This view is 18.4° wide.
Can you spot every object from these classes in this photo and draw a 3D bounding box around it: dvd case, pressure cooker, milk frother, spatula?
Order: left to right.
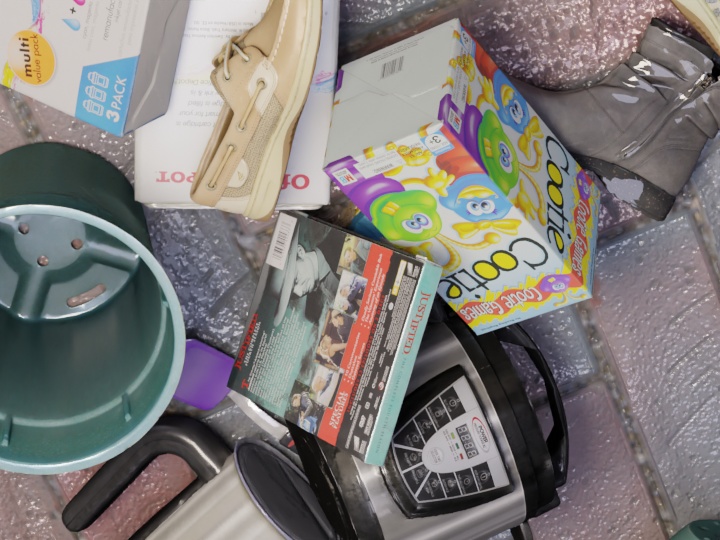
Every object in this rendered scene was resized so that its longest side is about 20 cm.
[{"bbox_3d":[-0.142,0.231,1.693,0.180,0.200,0.188,42,107,-16],"label":"milk frother"},{"bbox_3d":[-0.073,0.119,1.753,0.199,0.021,0.057,35,112,-19],"label":"spatula"},{"bbox_3d":[-0.022,0.042,1.591,0.022,0.199,0.147,14,94,-36],"label":"dvd case"},{"bbox_3d":[0.058,0.123,1.681,0.199,0.179,0.177,-23,141,-10],"label":"pressure cooker"}]

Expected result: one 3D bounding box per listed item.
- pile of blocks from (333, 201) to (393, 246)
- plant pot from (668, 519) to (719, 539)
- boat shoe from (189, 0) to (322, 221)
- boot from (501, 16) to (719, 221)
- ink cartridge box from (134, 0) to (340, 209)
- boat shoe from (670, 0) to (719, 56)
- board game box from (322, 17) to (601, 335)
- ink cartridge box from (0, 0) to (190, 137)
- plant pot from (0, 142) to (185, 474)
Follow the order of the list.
[{"bbox_3d":[0.000,0.000,1.677,0.062,0.082,0.201,31,107,-17],"label":"pile of blocks"},{"bbox_3d":[0.299,0.296,1.779,0.199,0.201,0.162,14,99,-11],"label":"plant pot"},{"bbox_3d":[-0.071,-0.129,1.526,0.064,0.071,0.202,11,113,-10],"label":"boat shoe"},{"bbox_3d":[0.186,-0.136,1.653,0.199,0.070,0.132,26,105,-27],"label":"boot"},{"bbox_3d":[-0.090,-0.151,1.601,0.144,0.088,0.202,1,111,-5],"label":"ink cartridge box"},{"bbox_3d":[0.281,-0.188,1.628,0.063,0.073,0.200,-41,110,15],"label":"boat shoe"},{"bbox_3d":[0.076,-0.063,1.577,0.104,0.104,0.200,-20,133,31],"label":"board game box"},{"bbox_3d":[-0.222,-0.186,1.532,0.199,0.068,0.116,24,118,17],"label":"ink cartridge box"},{"bbox_3d":[-0.226,0.010,1.596,0.198,0.196,0.202,-2,114,-5],"label":"plant pot"}]
